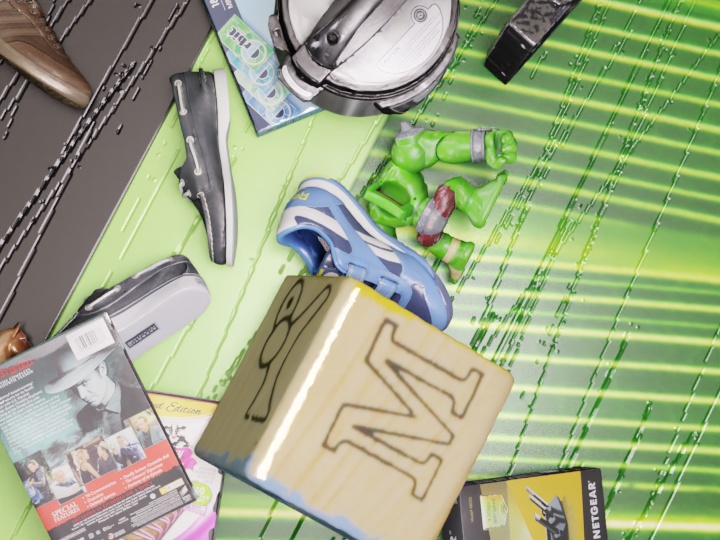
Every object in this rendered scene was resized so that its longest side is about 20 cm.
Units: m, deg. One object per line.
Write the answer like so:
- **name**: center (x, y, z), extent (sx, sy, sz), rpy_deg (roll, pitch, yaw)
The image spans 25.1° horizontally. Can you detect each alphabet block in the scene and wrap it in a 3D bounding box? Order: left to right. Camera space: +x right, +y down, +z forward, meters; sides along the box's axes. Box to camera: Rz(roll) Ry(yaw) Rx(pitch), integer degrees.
- **alphabet block**: center (-0.009, 0.136, 1.508), extent (0.196, 0.195, 0.201), rpy_deg (32, 80, -20)

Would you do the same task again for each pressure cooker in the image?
- **pressure cooker**: center (0.002, -0.236, 1.506), extent (0.177, 0.200, 0.177), rpy_deg (0, 87, -5)

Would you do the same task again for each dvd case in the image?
- **dvd case**: center (-0.261, 0.159, 1.536), extent (0.145, 0.022, 0.201), rpy_deg (-27, 95, -2)

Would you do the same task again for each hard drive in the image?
- **hard drive**: center (0.185, -0.257, 1.562), extent (0.038, 0.200, 0.140), rpy_deg (42, 86, 2)

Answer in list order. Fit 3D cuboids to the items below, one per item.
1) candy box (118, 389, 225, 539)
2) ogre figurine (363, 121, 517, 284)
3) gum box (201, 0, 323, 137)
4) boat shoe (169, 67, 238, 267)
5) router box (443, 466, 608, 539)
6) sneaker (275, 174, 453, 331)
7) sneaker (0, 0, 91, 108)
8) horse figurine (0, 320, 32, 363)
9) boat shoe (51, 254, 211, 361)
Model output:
- **candy box**: center (-0.203, 0.220, 1.585), extent (0.135, 0.061, 0.202), rpy_deg (8, 86, -2)
- **ogre figurine**: center (0.067, -0.063, 1.593), extent (0.119, 0.098, 0.201), rpy_deg (26, 130, 4)
- **gum box**: center (-0.044, -0.250, 1.626), extent (0.199, 0.045, 0.171), rpy_deg (-23, 89, -5)
- **boat shoe**: center (-0.155, -0.100, 1.601), extent (0.060, 0.076, 0.202), rpy_deg (-4, 76, -4)
- **router box**: center (0.166, 0.300, 1.589), extent (0.156, 0.052, 0.202), rpy_deg (-5, 87, -20)
- **sneaker**: center (0.000, 0.000, 1.560), extent (0.200, 0.074, 0.082), rpy_deg (40, 49, 1)
- **sneaker**: center (-0.336, -0.243, 1.595), extent (0.200, 0.070, 0.076), rpy_deg (36, 85, -2)
- **horse figurine**: center (-0.379, 0.160, 1.584), extent (0.199, 0.050, 0.133), rpy_deg (-35, 95, -7)
- **boat shoe**: center (-0.246, 0.049, 1.590), extent (0.199, 0.072, 0.068), rpy_deg (-32, 54, -3)
